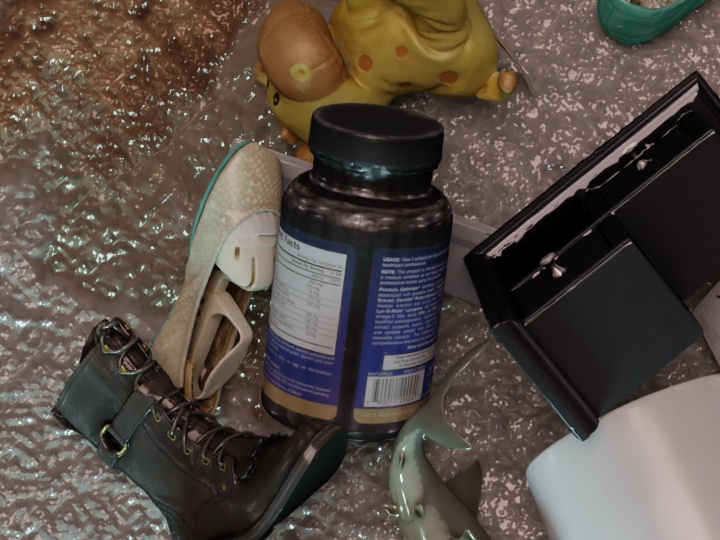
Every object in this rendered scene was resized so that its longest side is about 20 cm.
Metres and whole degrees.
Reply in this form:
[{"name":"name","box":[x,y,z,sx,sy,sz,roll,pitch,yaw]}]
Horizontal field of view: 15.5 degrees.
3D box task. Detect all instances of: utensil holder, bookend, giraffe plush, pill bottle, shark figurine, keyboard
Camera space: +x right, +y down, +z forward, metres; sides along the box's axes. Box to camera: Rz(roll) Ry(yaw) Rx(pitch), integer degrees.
[{"name":"utensil holder","box":[0.209,0.187,1.641,0.169,0.170,0.201,-23,73,0]},{"name":"bookend","box":[0.174,-0.013,1.653,0.199,0.200,0.092,-39,102,7]},{"name":"giraffe plush","box":[-0.001,-0.153,1.771,0.162,0.173,0.200,-31,111,9]},{"name":"pill bottle","box":[0.000,0.000,1.697,0.111,0.112,0.201,10,107,9]},{"name":"shark figurine","box":[0.059,0.137,1.699,0.128,0.215,0.090,6,39,35]},{"name":"keyboard","box":[0.001,-0.031,1.757,0.199,0.011,0.056,19,119,-6]}]

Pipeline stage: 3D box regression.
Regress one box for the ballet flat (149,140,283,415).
[{"name":"ballet flat","box":[-0.084,0.012,1.733,0.062,0.067,0.201,40,120,33]}]

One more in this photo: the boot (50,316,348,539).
[{"name":"boot","box":[-0.113,0.100,1.694,0.174,0.200,0.069,50,44,5]}]

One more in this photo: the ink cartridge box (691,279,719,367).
[{"name":"ink cartridge box","box":[0.288,0.084,1.681,0.044,0.094,0.201,-14,68,-27]}]

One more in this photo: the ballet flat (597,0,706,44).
[{"name":"ballet flat","box":[0.244,-0.226,1.786,0.200,0.070,0.067,-38,75,-4]}]
